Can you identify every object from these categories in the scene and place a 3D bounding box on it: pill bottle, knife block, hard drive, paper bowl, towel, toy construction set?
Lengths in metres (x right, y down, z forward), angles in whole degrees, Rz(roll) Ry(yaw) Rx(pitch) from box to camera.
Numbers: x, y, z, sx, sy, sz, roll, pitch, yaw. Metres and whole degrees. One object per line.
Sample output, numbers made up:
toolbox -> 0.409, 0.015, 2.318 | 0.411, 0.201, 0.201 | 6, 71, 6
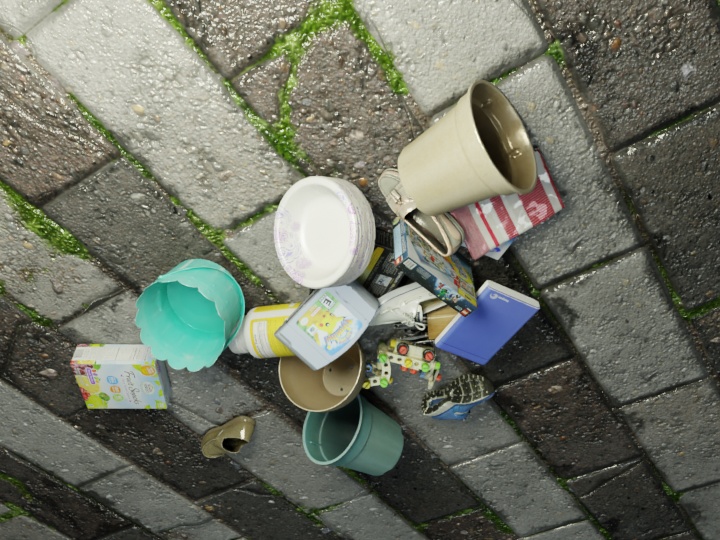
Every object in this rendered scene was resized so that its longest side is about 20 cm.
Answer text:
pill bottle -> -0.186, 0.131, 1.552 | 0.197, 0.112, 0.112 | -6, 134, 19
knife block -> 0.174, 0.093, 1.551 | 0.174, 0.065, 0.200 | 28, 127, -24
hard drive -> 0.264, 0.114, 1.509 | 0.130, 0.026, 0.201 | 21, 129, -18
paper bowl -> -0.057, -0.070, 1.328 | 0.200, 0.202, 0.104 | -40, 158, 32
towel -> 0.269, -0.121, 1.334 | 0.198, 0.023, 0.145 | -30, 118, 8
toy construction set -> 0.106, 0.223, 1.654 | 0.197, 0.092, 0.133 | 10, 109, -19

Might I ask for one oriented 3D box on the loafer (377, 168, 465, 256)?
loafer -> 0.107, -0.107, 1.314 | 0.200, 0.063, 0.072 | 42, 130, 1

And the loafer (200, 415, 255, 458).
loafer -> -0.355, 0.449, 1.886 | 0.076, 0.068, 0.199 | 34, 125, -27

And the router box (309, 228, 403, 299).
router box -> 0.000, 0.000, 1.474 | 0.155, 0.053, 0.201 | 18, 131, -16

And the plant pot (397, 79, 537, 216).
plant pot -> 0.171, -0.189, 1.221 | 0.182, 0.202, 0.200 | -25, 129, 37

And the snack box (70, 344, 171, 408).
snack box -> -0.566, 0.254, 1.708 | 0.196, 0.068, 0.170 | -1, 133, -1

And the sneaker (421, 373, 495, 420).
sneaker -> 0.248, 0.318, 1.762 | 0.199, 0.079, 0.089 | -27, 135, 34

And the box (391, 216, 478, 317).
box -> 0.145, -0.013, 1.403 | 0.199, 0.138, 0.038 | 35, 123, -28

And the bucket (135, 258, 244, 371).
bucket -> -0.342, 0.084, 1.464 | 0.204, 0.135, 0.210 | 5, 117, 10

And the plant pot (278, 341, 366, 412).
plant pot -> -0.066, 0.225, 1.610 | 0.198, 0.203, 0.134 | -17, 156, 16

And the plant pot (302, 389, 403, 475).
plant pot -> -0.007, 0.408, 1.772 | 0.199, 0.202, 0.195 | -32, 133, 27

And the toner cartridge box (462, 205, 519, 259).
toner cartridge box -> 0.207, -0.098, 1.387 | 0.197, 0.044, 0.095 | 19, 131, -17

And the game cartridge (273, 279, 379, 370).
game cartridge -> -0.062, 0.103, 1.448 | 0.133, 0.041, 0.200 | 41, 100, -17

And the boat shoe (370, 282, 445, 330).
boat shoe -> 0.108, 0.084, 1.485 | 0.199, 0.087, 0.075 | -22, 148, -9
